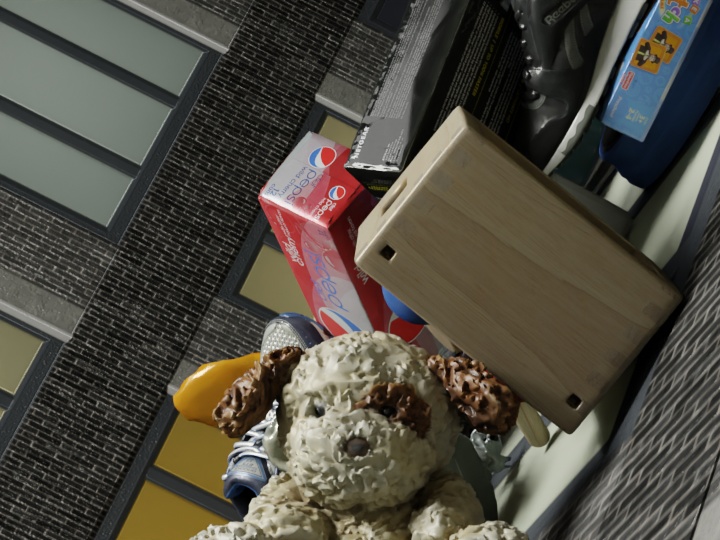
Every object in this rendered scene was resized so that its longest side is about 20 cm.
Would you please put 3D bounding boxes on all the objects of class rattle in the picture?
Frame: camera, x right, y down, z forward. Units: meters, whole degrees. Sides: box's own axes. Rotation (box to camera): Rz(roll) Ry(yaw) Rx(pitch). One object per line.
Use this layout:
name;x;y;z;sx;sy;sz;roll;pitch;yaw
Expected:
rattle;-0.045;0.041;1.738;0.143;0.130;0.200;-14;47;23

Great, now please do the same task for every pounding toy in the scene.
pounding toy;0.087;0.017;1.346;0.142;0.184;0.200;-51;4;7

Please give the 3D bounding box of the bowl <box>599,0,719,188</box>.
bowl;0.225;-0.154;1.575;0.201;0.039;0.201;-63;3;6

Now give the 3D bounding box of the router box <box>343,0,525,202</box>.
router box;0.077;-0.117;1.487;0.149;0.051;0.200;43;-117;-48

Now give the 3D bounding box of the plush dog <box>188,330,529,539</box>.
plush dog;0.007;0.120;1.269;0.160;0.200;0.172;-1;-88;-81

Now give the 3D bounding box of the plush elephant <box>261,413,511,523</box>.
plush elephant;0.001;0.156;1.483;0.155;0.165;0.200;-21;1;20

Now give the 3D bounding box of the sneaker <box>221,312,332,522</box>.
sneaker;-0.052;0.130;1.571;0.077;0.085;0.200;-2;91;42

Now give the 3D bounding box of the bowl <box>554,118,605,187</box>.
bowl;0.099;-0.070;1.823;0.201;0.105;0.201;-50;-16;-19

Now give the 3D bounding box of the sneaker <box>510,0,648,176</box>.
sneaker;0.124;-0.156;1.452;0.076;0.088;0.200;-103;38;-78

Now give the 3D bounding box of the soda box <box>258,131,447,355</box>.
soda box;0.000;0.000;1.542;0.063;0.070;0.200;-49;-37;-20

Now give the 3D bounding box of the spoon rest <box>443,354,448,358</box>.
spoon rest;0.113;0.025;1.747;0.099;0.061;0.200;-17;-33;-45

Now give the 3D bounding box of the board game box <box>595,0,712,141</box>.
board game box;0.204;-0.190;1.490;0.200;0.037;0.151;-64;7;10

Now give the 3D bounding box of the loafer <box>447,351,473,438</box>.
loafer;0.087;0.104;1.688;0.200;0.063;0.072;-59;-28;5

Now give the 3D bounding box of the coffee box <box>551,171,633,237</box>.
coffee box;0.092;-0.026;1.623;0.113;0.080;0.200;-63;29;2
